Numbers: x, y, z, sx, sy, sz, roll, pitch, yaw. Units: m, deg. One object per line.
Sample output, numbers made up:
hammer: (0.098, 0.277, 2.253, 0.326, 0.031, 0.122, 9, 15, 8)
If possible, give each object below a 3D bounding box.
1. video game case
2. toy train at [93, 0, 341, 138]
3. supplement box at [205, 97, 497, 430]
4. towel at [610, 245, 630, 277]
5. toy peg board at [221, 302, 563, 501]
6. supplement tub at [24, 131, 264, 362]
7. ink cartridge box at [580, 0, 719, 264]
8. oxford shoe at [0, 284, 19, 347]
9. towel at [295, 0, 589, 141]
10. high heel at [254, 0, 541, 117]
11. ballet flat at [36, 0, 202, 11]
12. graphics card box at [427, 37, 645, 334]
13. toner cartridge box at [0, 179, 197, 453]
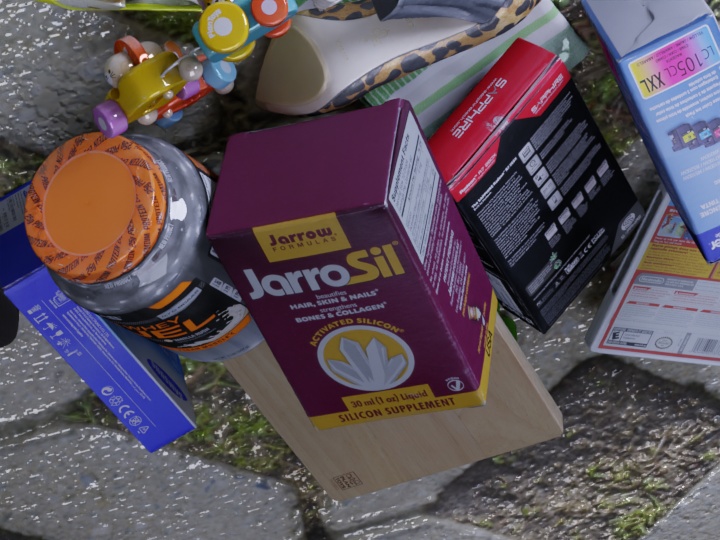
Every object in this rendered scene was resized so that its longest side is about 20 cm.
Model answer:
video game case: (0.272, -0.013, 1.656, 0.142, 0.017, 0.201, 7, 124, -25)
toy train: (-0.097, -0.147, 1.351, 0.200, 0.056, 0.150, -32, 180, 40)
supplement box: (0.000, 0.000, 1.432, 0.130, 0.104, 0.200, -10, 133, 21)
towel: (0.310, -0.025, 1.691, 0.199, 0.030, 0.147, 18, 119, -30)
toy peg board: (0.025, 0.058, 1.638, 0.198, 0.098, 0.200, -18, 133, 19)
supplement tub: (-0.134, -0.017, 1.444, 0.122, 0.123, 0.200, -34, 154, 12)
ink cartridge box: (0.234, -0.100, 1.491, 0.076, 0.137, 0.201, -27, 115, 7)
oxford shoe: (-0.277, -0.009, 1.487, 0.071, 0.072, 0.200, -6, 148, 0)
towel: (0.049, -0.166, 1.486, 0.152, 0.023, 0.200, -36, 131, 12)
high heel: (0.026, -0.149, 1.427, 0.142, 0.072, 0.200, -8, 167, -38)
ballet flat: (-0.139, -0.192, 1.371, 0.199, 0.067, 0.067, 0, 123, -18)
graphics card box: (0.122, -0.058, 1.537, 0.126, 0.051, 0.200, -50, 139, -10)
toner cartridge box: (-0.190, 0.035, 1.529, 0.043, 0.095, 0.200, -29, 133, 8)
